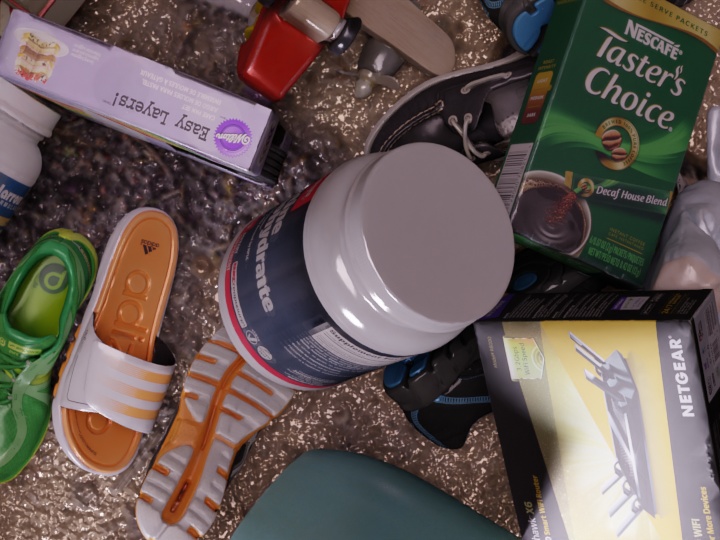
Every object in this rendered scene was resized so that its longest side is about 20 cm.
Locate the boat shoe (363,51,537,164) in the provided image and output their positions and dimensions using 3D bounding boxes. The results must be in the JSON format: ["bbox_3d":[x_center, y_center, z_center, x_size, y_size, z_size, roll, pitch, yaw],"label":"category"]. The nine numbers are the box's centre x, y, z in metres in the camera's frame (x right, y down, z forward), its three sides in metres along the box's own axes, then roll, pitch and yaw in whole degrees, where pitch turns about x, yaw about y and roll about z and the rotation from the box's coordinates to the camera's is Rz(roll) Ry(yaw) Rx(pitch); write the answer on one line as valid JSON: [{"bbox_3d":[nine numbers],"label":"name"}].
[{"bbox_3d":[0.099,-0.114,1.077,0.199,0.060,0.074,-22,118,-1],"label":"boat shoe"}]

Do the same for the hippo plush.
[{"bbox_3d":[0.283,0.024,1.034,0.160,0.160,0.200,22,49,5],"label":"hippo plush"}]

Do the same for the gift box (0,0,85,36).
[{"bbox_3d":[-0.249,-0.283,1.037,0.200,0.187,0.185,42,88,18],"label":"gift box"}]

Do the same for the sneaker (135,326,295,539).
[{"bbox_3d":[-0.112,0.118,1.082,0.078,0.077,0.200,33,72,-2],"label":"sneaker"}]

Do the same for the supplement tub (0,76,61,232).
[{"bbox_3d":[-0.328,-0.067,1.056,0.144,0.145,0.200,34,90,2],"label":"supplement tub"}]

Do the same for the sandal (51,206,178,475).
[{"bbox_3d":[-0.174,0.054,1.075,0.079,0.059,0.208,14,88,-35],"label":"sandal"}]

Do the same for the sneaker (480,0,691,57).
[{"bbox_3d":[0.183,-0.230,1.079,0.199,0.073,0.082,-20,43,-16],"label":"sneaker"}]

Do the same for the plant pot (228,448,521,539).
[{"bbox_3d":[-0.009,0.224,1.018,0.161,0.201,0.201,35,90,13],"label":"plant pot"}]

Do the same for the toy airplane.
[{"bbox_3d":[-0.039,-0.221,1.070,0.198,0.141,0.201,-15,77,-36],"label":"toy airplane"}]

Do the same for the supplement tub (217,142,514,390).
[{"bbox_3d":[0.000,0.000,1.001,0.140,0.200,0.141,10,70,-30],"label":"supplement tub"}]

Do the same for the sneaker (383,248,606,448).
[{"bbox_3d":[0.113,0.051,1.079,0.200,0.073,0.082,-36,114,-1],"label":"sneaker"}]

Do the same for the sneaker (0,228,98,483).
[{"bbox_3d":[-0.261,0.062,1.080,0.074,0.084,0.201,18,90,2],"label":"sneaker"}]

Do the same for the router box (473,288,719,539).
[{"bbox_3d":[0.174,0.114,0.975,0.157,0.052,0.201,-2,111,34],"label":"router box"}]

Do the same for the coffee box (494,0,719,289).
[{"bbox_3d":[0.173,-0.101,1.011,0.123,0.044,0.201,23,82,-21],"label":"coffee box"}]

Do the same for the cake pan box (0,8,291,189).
[{"bbox_3d":[-0.146,-0.118,1.032,0.199,0.184,0.053,21,92,0],"label":"cake pan box"}]
